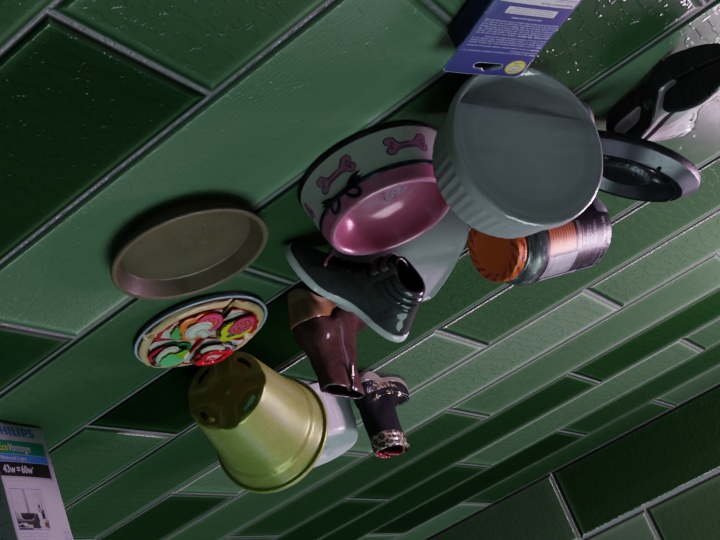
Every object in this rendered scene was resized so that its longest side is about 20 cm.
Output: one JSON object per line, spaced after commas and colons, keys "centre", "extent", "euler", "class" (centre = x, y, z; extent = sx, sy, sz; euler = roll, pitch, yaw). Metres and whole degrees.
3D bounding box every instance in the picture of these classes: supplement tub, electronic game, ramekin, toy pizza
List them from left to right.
{"centre": [-0.226, 0.096, 1.563], "extent": [0.199, 0.032, 0.201], "euler": [-19, 155, -9], "class": "toy pizza"}
{"centre": [-0.100, 0.293, 1.990], "extent": [0.199, 0.098, 0.201], "euler": [-18, 155, -9], "class": "ramekin"}
{"centre": [0.175, -0.131, 1.266], "extent": [0.201, 0.204, 0.094], "euler": [-11, 166, -25], "class": "ramekin"}
{"centre": [0.255, -0.047, 1.550], "extent": [0.199, 0.123, 0.123], "euler": [-12, 154, -39], "class": "supplement tub"}
{"centre": [0.353, -0.140, 1.450], "extent": [0.199, 0.042, 0.200], "euler": [18, 170, 3], "class": "electronic game"}

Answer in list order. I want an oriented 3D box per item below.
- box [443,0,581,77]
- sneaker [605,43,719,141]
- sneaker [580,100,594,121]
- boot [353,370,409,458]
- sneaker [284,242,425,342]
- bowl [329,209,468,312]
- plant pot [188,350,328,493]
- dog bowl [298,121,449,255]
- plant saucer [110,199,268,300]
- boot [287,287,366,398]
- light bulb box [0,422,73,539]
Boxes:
{"centre": [0.174, -0.283, 1.140], "extent": [0.120, 0.033, 0.200], "euler": [-3, 148, -36], "class": "box"}
{"centre": [0.427, -0.233, 1.432], "extent": [0.115, 0.076, 0.200], "euler": [-11, 162, -42], "class": "sneaker"}
{"centre": [0.207, -0.146, 1.400], "extent": [0.108, 0.070, 0.200], "euler": [-5, 153, -37], "class": "sneaker"}
{"centre": [0.050, 0.273, 2.011], "extent": [0.073, 0.155, 0.203], "euler": [-31, 154, 18], "class": "boot"}
{"centre": [0.000, 0.000, 1.427], "extent": [0.099, 0.199, 0.071], "euler": [-56, 178, 31], "class": "sneaker"}
{"centre": [0.054, -0.008, 1.546], "extent": [0.198, 0.075, 0.200], "euler": [-10, 154, -24], "class": "bowl"}
{"centre": [-0.175, 0.224, 1.707], "extent": [0.199, 0.201, 0.184], "euler": [-26, 144, 7], "class": "plant pot"}
{"centre": [0.028, -0.093, 1.348], "extent": [0.199, 0.074, 0.200], "euler": [-18, 156, -9], "class": "dog bowl"}
{"centre": [-0.211, -0.027, 1.331], "extent": [0.199, 0.030, 0.200], "euler": [-18, 155, -9], "class": "plant saucer"}
{"centre": [-0.031, 0.118, 1.610], "extent": [0.072, 0.167, 0.200], "euler": [-33, 154, 22], "class": "boot"}
{"centre": [-0.556, 0.357, 1.604], "extent": [0.197, 0.201, 0.125], "euler": [-30, 156, 16], "class": "light bulb box"}
